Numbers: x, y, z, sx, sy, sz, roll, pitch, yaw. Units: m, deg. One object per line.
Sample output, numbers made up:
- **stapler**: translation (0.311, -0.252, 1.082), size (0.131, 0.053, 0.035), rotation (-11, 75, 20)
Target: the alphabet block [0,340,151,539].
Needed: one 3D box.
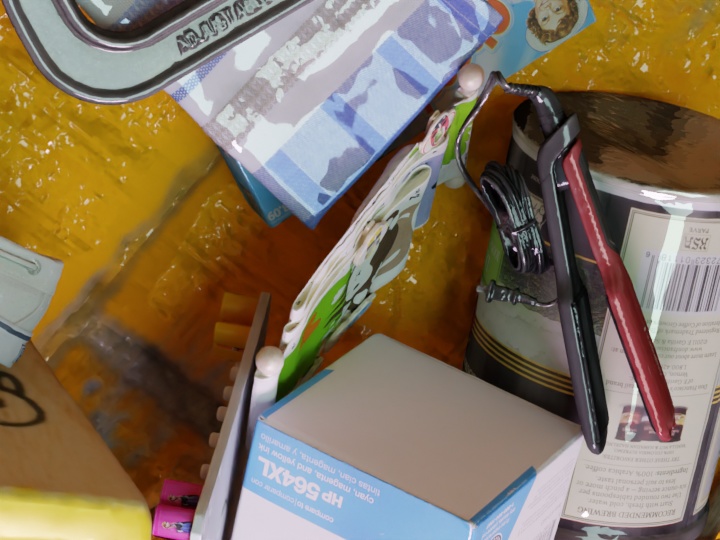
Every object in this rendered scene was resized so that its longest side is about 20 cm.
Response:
- **alphabet block**: translation (-0.235, 0.141, 1.349), size (0.195, 0.200, 0.197), rotation (6, 111, -29)

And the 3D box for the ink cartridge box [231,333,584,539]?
- **ink cartridge box**: translation (0.010, 0.160, 1.448), size (0.128, 0.125, 0.201), rotation (-33, 143, -56)

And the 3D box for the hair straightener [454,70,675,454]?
- **hair straightener**: translation (0.088, -0.002, 1.402), size (0.077, 0.041, 0.201), rotation (-15, 107, 18)

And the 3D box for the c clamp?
- **c clamp**: translation (-0.103, -0.168, 1.326), size (0.199, 0.027, 0.171), rotation (-25, 107, -7)

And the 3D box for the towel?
- **towel**: translation (-0.043, -0.137, 1.375), size (0.147, 0.024, 0.200), rotation (-46, 107, -4)

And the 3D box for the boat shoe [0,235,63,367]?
- **boat shoe**: translation (-0.220, -0.040, 1.335), size (0.202, 0.075, 0.086), rotation (34, 85, -21)

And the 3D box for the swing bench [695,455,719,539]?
- **swing bench**: translation (0.224, 0.171, 1.589), size (0.200, 0.199, 0.130), rotation (-48, 125, 1)

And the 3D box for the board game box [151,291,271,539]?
- **board game box**: translation (-0.082, 0.141, 1.420), size (0.026, 0.200, 0.201), rotation (11, 122, 2)

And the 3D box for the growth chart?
- **growth chart**: translation (0.000, 0.000, 1.437), size (0.200, 0.018, 0.145), rotation (-54, 168, -15)

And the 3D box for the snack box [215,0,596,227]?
- **snack box**: translation (0.010, -0.123, 1.437), size (0.200, 0.037, 0.116), rotation (-33, 122, -8)

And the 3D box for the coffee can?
- **coffee can**: translation (0.131, 0.025, 1.504), size (0.146, 0.146, 0.201), rotation (1, 113, -26)
